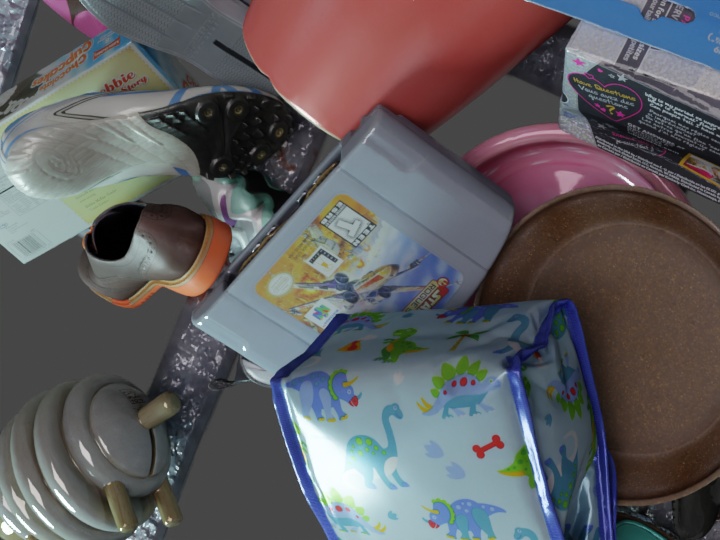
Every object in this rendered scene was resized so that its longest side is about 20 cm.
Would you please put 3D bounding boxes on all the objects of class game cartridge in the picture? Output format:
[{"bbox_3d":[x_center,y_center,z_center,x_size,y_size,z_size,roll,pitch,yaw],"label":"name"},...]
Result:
[{"bbox_3d":[0.000,0.000,0.955,0.133,0.042,0.200,35,117,-17],"label":"game cartridge"}]

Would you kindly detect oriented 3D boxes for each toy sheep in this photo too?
[{"bbox_3d":[-0.201,0.145,1.084,0.199,0.138,0.138,-32,87,23],"label":"toy sheep"}]

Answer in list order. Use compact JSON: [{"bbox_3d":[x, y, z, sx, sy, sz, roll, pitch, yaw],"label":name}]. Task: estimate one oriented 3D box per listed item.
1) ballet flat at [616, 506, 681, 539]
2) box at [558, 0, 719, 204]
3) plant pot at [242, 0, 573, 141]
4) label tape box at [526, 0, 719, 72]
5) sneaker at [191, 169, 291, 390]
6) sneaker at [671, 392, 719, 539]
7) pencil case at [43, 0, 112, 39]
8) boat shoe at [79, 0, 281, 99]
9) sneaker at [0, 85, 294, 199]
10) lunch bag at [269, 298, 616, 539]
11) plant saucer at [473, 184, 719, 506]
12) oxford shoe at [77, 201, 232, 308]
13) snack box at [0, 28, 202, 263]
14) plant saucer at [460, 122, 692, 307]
[{"bbox_3d":[0.159,0.188,1.004,0.199,0.074,0.075,32,106,11],"label":"ballet flat"},{"bbox_3d":[0.216,-0.163,0.869,0.132,0.115,0.201,26,75,13],"label":"box"},{"bbox_3d":[0.029,-0.185,0.941,0.200,0.200,0.177,45,119,8],"label":"plant pot"},{"bbox_3d":[0.191,-0.220,0.798,0.144,0.063,0.201,23,74,15],"label":"label tape box"},{"bbox_3d":[-0.074,0.026,1.052,0.200,0.078,0.140,43,107,9],"label":"sneaker"},{"bbox_3d":[0.255,0.087,0.953,0.088,0.074,0.201,15,102,18],"label":"sneaker"},{"bbox_3d":[-0.221,-0.247,1.061,0.200,0.091,0.094,39,101,7],"label":"pencil case"},{"bbox_3d":[-0.127,-0.186,0.997,0.073,0.067,0.200,-40,124,20],"label":"boat shoe"},{"bbox_3d":[-0.145,-0.096,1.002,0.199,0.073,0.072,-9,126,-13],"label":"sneaker"},{"bbox_3d":[0.062,0.127,0.906,0.169,0.127,0.201,-5,109,31],"label":"lunch bag"},{"bbox_3d":[0.166,0.046,0.929,0.199,0.037,0.202,3,97,30],"label":"plant saucer"},{"bbox_3d":[-0.163,-0.020,1.034,0.200,0.072,0.072,-11,58,57],"label":"oxford shoe"},{"bbox_3d":[-0.206,-0.091,1.067,0.199,0.037,0.116,-27,131,19],"label":"snack box"},{"bbox_3d":[0.134,0.001,0.994,0.199,0.051,0.202,2,98,18],"label":"plant saucer"}]
